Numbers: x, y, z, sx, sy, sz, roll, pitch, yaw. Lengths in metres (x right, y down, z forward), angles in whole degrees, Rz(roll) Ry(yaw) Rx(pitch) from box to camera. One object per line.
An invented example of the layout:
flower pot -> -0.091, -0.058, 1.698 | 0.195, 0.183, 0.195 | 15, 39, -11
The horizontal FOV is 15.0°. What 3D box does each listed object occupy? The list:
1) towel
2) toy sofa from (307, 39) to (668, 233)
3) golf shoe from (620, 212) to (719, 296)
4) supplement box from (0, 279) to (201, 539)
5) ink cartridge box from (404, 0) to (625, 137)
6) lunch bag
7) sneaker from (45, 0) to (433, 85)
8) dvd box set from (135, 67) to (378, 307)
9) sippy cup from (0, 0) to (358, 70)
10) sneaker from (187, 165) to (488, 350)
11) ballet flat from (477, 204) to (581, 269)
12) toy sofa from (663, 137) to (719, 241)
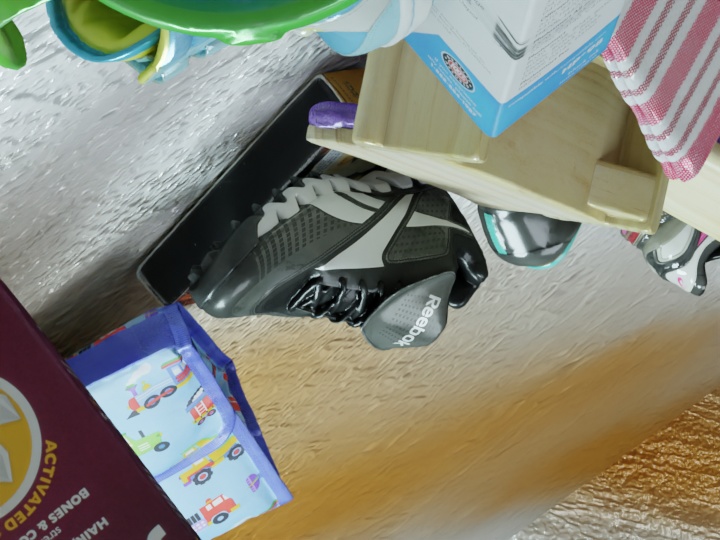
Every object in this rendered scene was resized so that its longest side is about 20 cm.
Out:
towel -> 0.146, -0.148, 1.239 | 0.147, 0.030, 0.200 | -59, 145, -16
toy sofa -> 0.066, -0.079, 1.274 | 0.200, 0.097, 0.083 | 17, 85, -57
golf shoe -> 0.301, -0.052, 2.180 | 0.200, 0.092, 0.073 | -36, 166, -25
supplement box -> -0.140, 0.109, 1.154 | 0.110, 0.200, 0.086 | -38, 168, -6
ink cartridge box -> 0.048, -0.143, 1.007 | 0.067, 0.116, 0.200 | -36, 168, -14
lunch bag -> -0.136, 0.081, 1.353 | 0.150, 0.094, 0.200 | -27, 156, 1
sneaker -> -0.047, -0.105, 0.960 | 0.130, 0.080, 0.200 | -40, 159, -7
dvd box set -> -0.013, -0.047, 1.384 | 0.146, 0.029, 0.200 | -45, 167, 23
sippy cup -> -0.035, -0.131, 0.803 | 0.177, 0.141, 0.130 | -1, 180, 2
sneaker -> 0.000, 0.000, 1.303 | 0.067, 0.091, 0.200 | -48, 165, 32
ballet flat -> 0.113, -0.097, 1.426 | 0.068, 0.068, 0.201 | 44, 59, -42
toy sofa -> 0.211, -0.123, 1.469 | 0.098, 0.083, 0.201 | -52, -170, 54
